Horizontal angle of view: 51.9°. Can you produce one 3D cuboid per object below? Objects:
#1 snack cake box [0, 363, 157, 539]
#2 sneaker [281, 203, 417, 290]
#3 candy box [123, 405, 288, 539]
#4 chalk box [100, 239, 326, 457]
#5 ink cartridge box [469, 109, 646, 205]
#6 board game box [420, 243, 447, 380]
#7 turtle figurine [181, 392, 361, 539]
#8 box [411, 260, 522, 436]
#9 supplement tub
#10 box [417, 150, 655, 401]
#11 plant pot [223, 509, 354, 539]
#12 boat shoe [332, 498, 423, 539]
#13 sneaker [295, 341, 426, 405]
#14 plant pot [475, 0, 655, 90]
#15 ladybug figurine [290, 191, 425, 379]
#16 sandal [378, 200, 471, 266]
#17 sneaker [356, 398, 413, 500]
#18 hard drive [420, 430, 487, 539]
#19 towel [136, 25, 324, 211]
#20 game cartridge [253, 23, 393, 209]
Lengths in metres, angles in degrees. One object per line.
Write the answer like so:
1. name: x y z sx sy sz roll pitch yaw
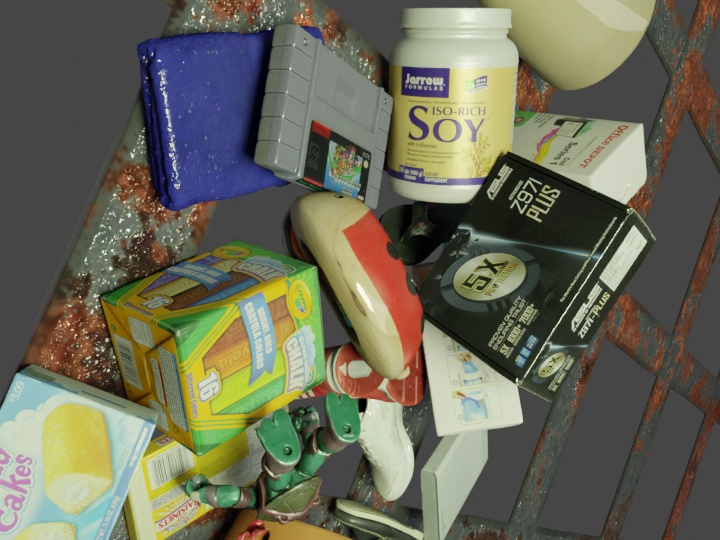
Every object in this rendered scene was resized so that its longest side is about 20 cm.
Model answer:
1. snack cake box: -0.254 0.190 0.587 0.114 0.067 0.202 23 84 -13
2. sneaker: 0.000 0.000 0.808 0.078 0.111 0.200 -57 136 -18
3. candy box: -0.154 0.195 0.770 0.199 0.026 0.103 -24 122 -41
4. chalk box: -0.113 0.055 0.693 0.199 0.123 0.126 -27 122 -39
5. ink cartridge box: 0.251 -0.136 0.974 0.145 0.199 0.085 -40 130 -32
6. board game box: 0.157 0.057 1.051 0.150 0.047 0.202 9 96 -49
7. turtle figurine: -0.078 0.188 0.705 0.149 0.101 0.200 -33 167 -41
8. box: 0.129 0.093 0.907 0.113 0.100 0.202 52 29 -76
9. supplement tub: 0.102 -0.188 0.834 0.145 0.145 0.202 -18 116 -43
10. box: 0.175 0.003 0.772 0.086 0.163 0.201 29 95 -48
11. plant pot: -0.083 0.344 0.789 0.200 0.198 0.141 44 54 -46
12. boat shoe: 0.022 0.355 0.983 0.200 0.071 0.068 47 64 -47
13. sneaker: -0.011 0.112 0.842 0.199 0.115 0.079 25 66 -54
14. plant pot: 0.225 -0.351 0.911 0.199 0.187 0.189 18 89 -35
15. ladybug figurine: 0.004 0.010 0.707 0.072 0.136 0.201 -29 100 -10
16. sandal: 0.089 -0.063 0.914 0.200 0.076 0.048 -25 165 -48
17. sneaker: 0.013 0.201 0.934 0.099 0.075 0.202 -14 107 -34
18. hard drive: 0.142 0.286 1.089 0.200 0.026 0.133 -40 131 -52
19. towel: -0.112 -0.146 0.690 0.199 0.049 0.149 -22 115 -44
20. game cartridge: -0.027 -0.138 0.721 0.200 0.038 0.131 14 80 -62
